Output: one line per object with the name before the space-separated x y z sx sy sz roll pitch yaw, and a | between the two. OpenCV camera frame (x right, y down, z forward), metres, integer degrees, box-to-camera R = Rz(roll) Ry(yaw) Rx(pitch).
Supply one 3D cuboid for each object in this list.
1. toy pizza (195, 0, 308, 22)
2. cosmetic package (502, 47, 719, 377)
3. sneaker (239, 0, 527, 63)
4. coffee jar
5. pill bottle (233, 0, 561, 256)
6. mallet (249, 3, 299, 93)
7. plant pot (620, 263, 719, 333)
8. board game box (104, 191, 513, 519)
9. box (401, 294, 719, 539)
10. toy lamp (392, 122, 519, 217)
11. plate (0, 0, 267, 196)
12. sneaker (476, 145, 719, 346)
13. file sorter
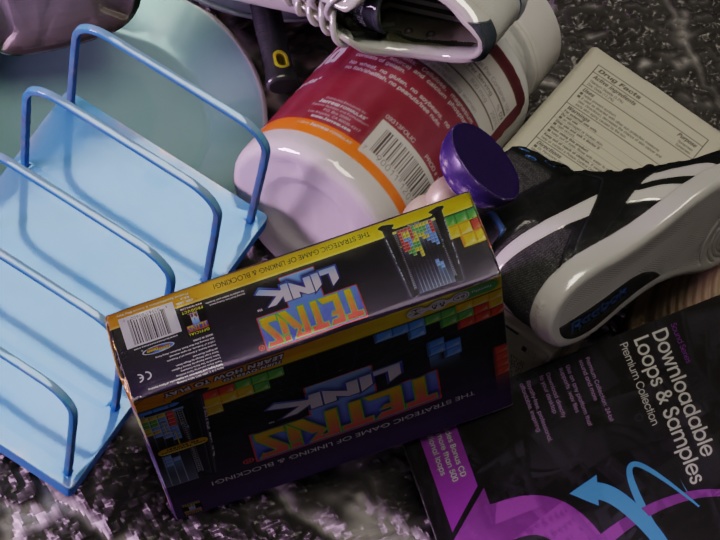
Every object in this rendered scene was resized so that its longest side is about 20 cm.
toy pizza | -0.061 -0.228 1.857 0.199 0.032 0.201 7 55 -10
cosmetic package | 0.115 -0.025 1.733 0.103 0.073 0.200 36 56 11
sneaker | -0.007 -0.162 1.678 0.199 0.073 0.071 8 39 21
coffee jar | -0.190 -0.222 1.767 0.104 0.085 0.200 -14 45 2
pill bottle | 0.026 -0.090 1.734 0.114 0.114 0.200 34 57 11
mallet | -0.053 -0.185 1.777 0.066 0.041 0.200 -6 54 -22
plant pot | 0.256 0.037 1.712 0.200 0.093 0.201 6 55 -8
board game box | -0.023 0.049 1.570 0.199 0.165 0.057 -19 62 -3
box | 0.133 0.112 1.624 0.199 0.036 0.143 -22 61 2
toy lamp | 0.000 0.000 1.627 0.058 0.200 0.058 33 33 -25
plate | -0.154 -0.091 1.751 0.199 0.026 0.201 6 56 -9
sneaker | 0.139 -0.043 1.662 0.200 0.073 0.112 -27 53 -33
file sorter | -0.157 -0.011 1.616 0.139 0.123 0.200 32 66 8
